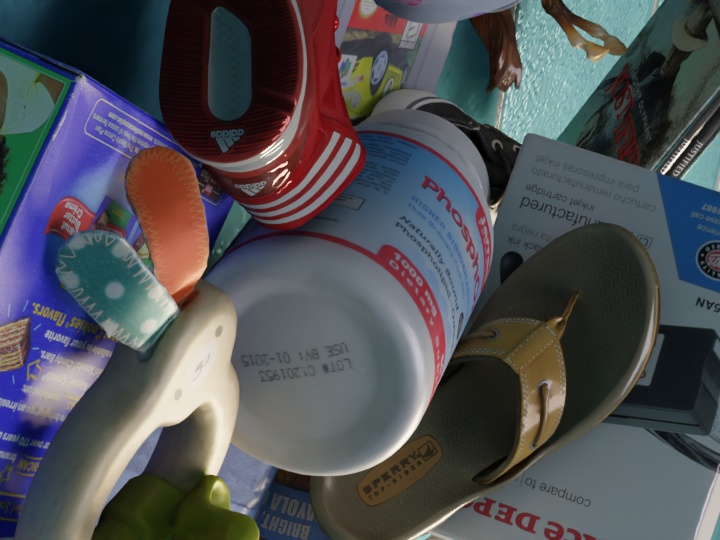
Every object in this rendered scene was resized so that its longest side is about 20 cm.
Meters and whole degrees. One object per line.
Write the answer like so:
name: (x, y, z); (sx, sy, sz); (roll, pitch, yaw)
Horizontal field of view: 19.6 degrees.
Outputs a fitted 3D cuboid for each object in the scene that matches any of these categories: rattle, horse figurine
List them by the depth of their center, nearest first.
rattle: (-0.051, 0.073, 0.788); (0.130, 0.143, 0.201); (-12, 133, -45)
horse figurine: (0.123, -0.185, 1.172); (0.200, 0.133, 0.050); (-39, 165, -25)

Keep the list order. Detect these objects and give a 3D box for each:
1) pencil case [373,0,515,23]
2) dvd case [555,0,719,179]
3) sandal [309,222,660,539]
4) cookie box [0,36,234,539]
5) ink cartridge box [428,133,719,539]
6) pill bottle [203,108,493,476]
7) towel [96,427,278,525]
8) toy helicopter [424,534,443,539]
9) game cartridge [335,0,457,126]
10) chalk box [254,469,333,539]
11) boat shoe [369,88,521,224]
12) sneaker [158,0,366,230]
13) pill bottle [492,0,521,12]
pencil case: (0.032, -0.197, 0.863); (0.082, 0.091, 0.201); (-17, 143, -8)
dvd case: (0.157, -0.078, 1.211); (0.200, 0.022, 0.146); (-52, -160, 28)
sandal: (0.058, 0.058, 0.961); (0.200, 0.081, 0.054); (-39, 168, 2)
cookie box: (-0.142, 0.024, 0.803); (0.201, 0.075, 0.171); (-66, 160, -2)
ink cartridge box: (0.119, 0.054, 1.022); (0.084, 0.144, 0.202); (38, 70, -74)
pill bottle: (0.000, 0.000, 0.943); (0.200, 0.108, 0.110); (-59, 163, -61)
towel: (-0.103, 0.114, 0.968); (0.111, 0.048, 0.201); (23, 88, -29)
toy helicopter: (0.005, 0.154, 1.208); (0.201, 0.132, 0.079); (-57, 168, -6)
game cartridge: (-0.010, -0.098, 1.043); (0.200, 0.041, 0.134); (-9, 124, -65)
chalk box: (-0.053, 0.137, 1.063); (0.201, 0.124, 0.124); (-65, 159, -6)
boat shoe: (0.067, -0.045, 1.110); (0.200, 0.066, 0.071); (30, 72, -61)
sneaker: (-0.038, -0.110, 0.859); (0.116, 0.078, 0.202); (67, 29, -62)
pill bottle: (0.097, -0.211, 1.054); (0.200, 0.111, 0.113); (-49, 153, -43)
